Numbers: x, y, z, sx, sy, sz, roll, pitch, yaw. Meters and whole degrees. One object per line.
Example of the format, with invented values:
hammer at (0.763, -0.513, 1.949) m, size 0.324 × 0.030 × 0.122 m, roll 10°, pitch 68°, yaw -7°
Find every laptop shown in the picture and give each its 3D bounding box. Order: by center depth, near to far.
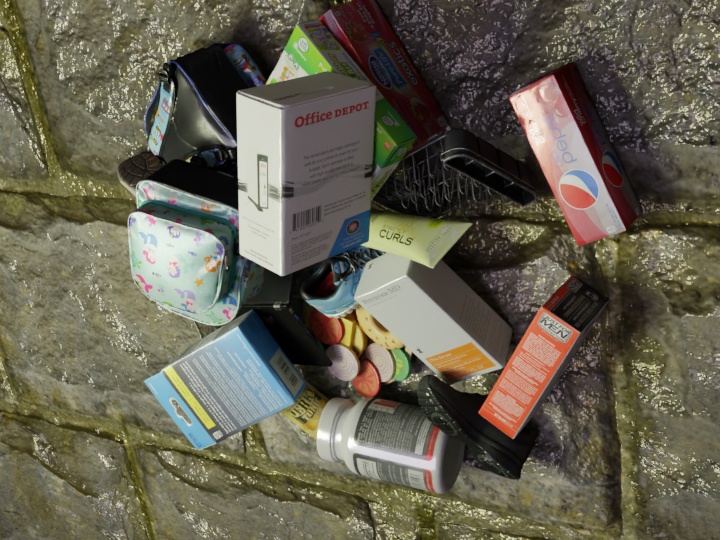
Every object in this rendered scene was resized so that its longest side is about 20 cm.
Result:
laptop at (-0.127, 0.034, 1.564) m, size 0.187 × 0.116 × 0.200 m, roll -1°, pitch 132°, yaw 47°

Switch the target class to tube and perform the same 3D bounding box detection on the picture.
tube at (0.054, -0.046, 1.296) m, size 0.200 × 0.052 × 0.058 m, roll 17°, pitch 100°, yaw 54°

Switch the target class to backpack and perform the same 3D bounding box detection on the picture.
backpack at (-0.215, -0.024, 1.370) m, size 0.177 × 0.151 × 0.201 m, roll 18°, pitch 130°, yaw 14°
backpack at (-0.215, -0.200, 1.467) m, size 0.183 × 0.134 × 0.200 m, roll 53°, pitch 145°, yaw 3°

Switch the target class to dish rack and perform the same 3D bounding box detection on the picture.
dish rack at (0.102, -0.103, 1.288) m, size 0.200 × 0.153 × 0.055 m, roll -24°, pitch 54°, yaw 41°

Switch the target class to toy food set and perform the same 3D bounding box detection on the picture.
toy food set at (-0.007, 0.090, 1.522) m, size 0.199 × 0.049 × 0.199 m, roll 23°, pitch 124°, yaw 24°

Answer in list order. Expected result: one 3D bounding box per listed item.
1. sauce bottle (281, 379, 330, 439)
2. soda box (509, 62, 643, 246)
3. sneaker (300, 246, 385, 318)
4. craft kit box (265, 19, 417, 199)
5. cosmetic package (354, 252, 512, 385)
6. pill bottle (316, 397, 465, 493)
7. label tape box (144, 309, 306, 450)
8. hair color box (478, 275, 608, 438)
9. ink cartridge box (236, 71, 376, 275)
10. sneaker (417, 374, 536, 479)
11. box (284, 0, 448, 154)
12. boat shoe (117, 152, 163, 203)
sauce bottle at (-0.107, 0.196, 1.600) m, size 0.200 × 0.065 × 0.065 m, roll 38°, pitch 132°, yaw -12°
soda box at (0.253, -0.135, 1.210) m, size 0.070 × 0.063 × 0.201 m, roll -21°, pitch 100°, yaw 41°
sneaker at (0.000, 0.000, 1.413) m, size 0.200 × 0.090 × 0.079 m, roll -36°, pitch 61°, yaw 23°
craft kit box at (-0.047, -0.169, 1.282) m, size 0.200 × 0.048 × 0.198 m, roll 52°, pitch 139°, yaw 13°
cosmetic package at (0.099, 0.058, 1.364) m, size 0.101 × 0.071 × 0.200 m, roll -25°, pitch 122°, yaw 41°
pill bottle at (0.044, 0.249, 1.507) m, size 0.199 × 0.116 × 0.116 m, roll 9°, pitch 118°, yaw 23°
label tape box at (-0.203, 0.167, 1.542) m, size 0.200 × 0.066 × 0.144 m, roll -29°, pitch 103°, yaw 28°
hair color box at (0.234, 0.113, 1.326) m, size 0.061 × 0.101 × 0.200 m, roll 36°, pitch 128°, yaw 15°
ink cartridge box at (-0.062, -0.115, 1.184) m, size 0.084 × 0.146 × 0.201 m, roll 25°, pitch 124°, yaw 39°
sneaker at (0.160, 0.199, 1.411) m, size 0.200 × 0.091 × 0.076 m, roll 42°, pitch 162°, yaw -19°
box at (0.008, -0.234, 1.313) m, size 0.100 × 0.095 × 0.201 m, roll -28°, pitch 95°, yaw 43°
boat shoe at (-0.321, -0.116, 1.592) m, size 0.200 × 0.074 × 0.074 m, roll 49°, pitch 157°, yaw 49°
